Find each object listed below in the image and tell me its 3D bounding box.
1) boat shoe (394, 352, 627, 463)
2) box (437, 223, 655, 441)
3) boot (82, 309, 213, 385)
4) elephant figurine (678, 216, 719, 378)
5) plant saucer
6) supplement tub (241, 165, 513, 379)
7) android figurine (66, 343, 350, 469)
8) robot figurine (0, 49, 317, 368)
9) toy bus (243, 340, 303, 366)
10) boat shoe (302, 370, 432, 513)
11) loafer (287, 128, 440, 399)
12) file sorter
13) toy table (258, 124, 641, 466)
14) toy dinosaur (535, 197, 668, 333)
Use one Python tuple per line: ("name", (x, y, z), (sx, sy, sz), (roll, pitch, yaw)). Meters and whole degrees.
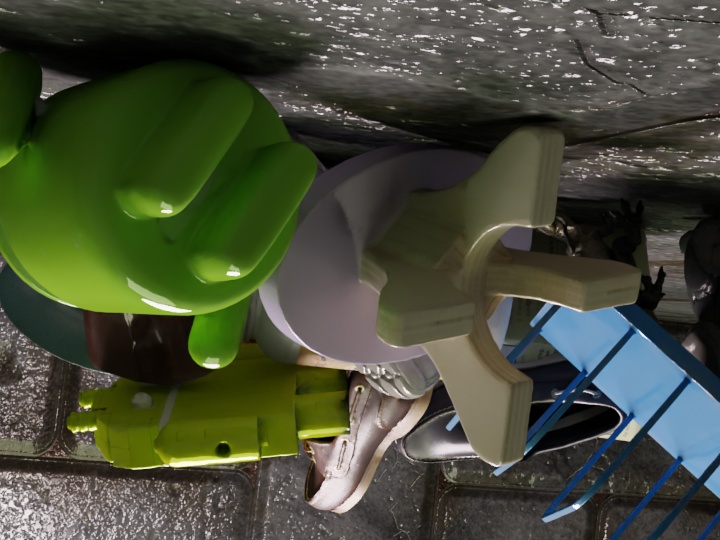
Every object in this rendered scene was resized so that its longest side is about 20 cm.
("boat shoe", (0.115, 0.116, 0.931), (0.199, 0.073, 0.063), (-19, -148, 18))
("box", (0.144, 0.043, 1.025), (0.199, 0.097, 0.176), (7, -143, 3))
("boot", (-0.198, -0.003, 0.819), (0.185, 0.201, 0.064), (5, -141, 13))
("elephant figurine", (0.287, 0.064, 0.853), (0.141, 0.201, 0.155), (-1, 177, 25))
("plant saucer", (-0.224, 0.018, 1.082), (0.199, 0.036, 0.200), (19, -151, -11))
("supplement tub", (0.000, 0.000, 0.861), (0.199, 0.145, 0.144), (7, 177, -7))
("android figurine", (-0.107, 0.096, 0.857), (0.199, 0.041, 0.182), (-3, -165, 0))
("robot figurine", (-0.108, -0.037, 0.582), (0.175, 0.116, 0.199), (43, 155, -29))
("toy bus", (-0.035, 0.032, 1.048), (0.191, 0.136, 0.200), (2, -137, -36))
("boat shoe", (-0.012, 0.129, 0.973), (0.070, 0.071, 0.200), (11, 134, -20))
("loafer", (-0.004, -0.010, 0.749), (0.070, 0.070, 0.201), (3, 132, 52))
("file sorter", (0.170, 0.118, 0.799), (0.200, 0.123, 0.139), (43, 165, 9))
("toy table", (0.056, 0.001, 0.664), (0.199, 0.185, 0.117), (-22, -151, -34))
("toy dinosaur", (0.190, 0.006, 0.867), (0.047, 0.201, 0.088), (-23, 156, -19))
